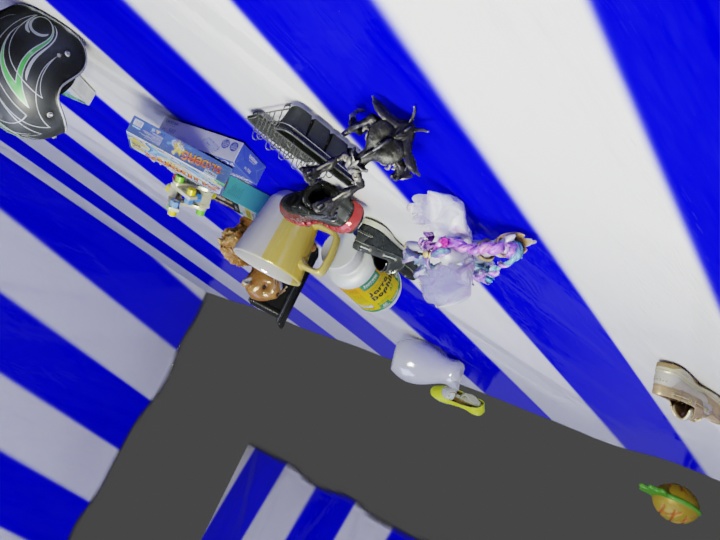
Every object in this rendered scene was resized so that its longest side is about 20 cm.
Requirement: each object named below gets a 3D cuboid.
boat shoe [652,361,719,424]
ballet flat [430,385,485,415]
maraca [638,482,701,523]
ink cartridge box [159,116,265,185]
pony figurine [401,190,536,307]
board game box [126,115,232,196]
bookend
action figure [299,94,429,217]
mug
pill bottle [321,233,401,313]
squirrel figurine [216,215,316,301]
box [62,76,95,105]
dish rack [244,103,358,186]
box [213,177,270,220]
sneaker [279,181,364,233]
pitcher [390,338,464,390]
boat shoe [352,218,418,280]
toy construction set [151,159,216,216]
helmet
[{"bbox_3d":[0.585,0.235,1.554,0.199,0.070,0.073,34,166,-26],"label":"boat shoe"},{"bbox_3d":[0.334,0.429,2.942,0.197,0.067,0.068,23,146,10],"label":"ballet flat"},{"bbox_3d":[0.909,0.674,2.544,0.198,0.108,0.137,30,160,-12],"label":"maraca"},{"bbox_3d":[-0.282,-0.226,1.630,0.197,0.045,0.094,21,168,27],"label":"ink cartridge box"},{"bbox_3d":[0.144,-0.030,1.318,0.189,0.170,0.199,-3,176,-23],"label":"pony figurine"},{"bbox_3d":[-0.336,-0.210,1.614,0.198,0.035,0.135,28,170,-8],"label":"board game box"},{"bbox_3d":[-0.228,-0.001,2.063,0.197,0.201,0.092,27,170,3],"label":"bookend"},{"bbox_3d":[0.013,-0.155,1.141,0.198,0.102,0.120,-29,100,30],"label":"action figure"},{"bbox_3d":[-0.137,-0.063,1.715,0.184,0.155,0.149,28,168,-3],"label":"mug"},{"bbox_3d":[0.000,0.000,1.773,0.111,0.114,0.200,19,165,34],"label":"pill bottle"},{"bbox_3d":[-0.222,-0.032,1.948,0.197,0.189,0.142,25,168,10],"label":"squirrel figurine"},{"bbox_3d":[-0.635,-0.402,1.704,0.197,0.037,0.145,25,167,20],"label":"box"},{"bbox_3d":[-0.097,-0.193,1.340,0.153,0.055,0.199,36,166,-30],"label":"dish rack"},{"bbox_3d":[-0.232,-0.143,1.847,0.197,0.050,0.082,27,168,2],"label":"box"},{"bbox_3d":[-0.087,-0.122,1.566,0.198,0.072,0.098,13,162,44],"label":"sneaker"},{"bbox_3d":[0.189,0.266,2.479,0.196,0.124,0.172,16,-177,0],"label":"pitcher"},{"bbox_3d":[0.050,-0.026,1.671,0.071,0.069,0.200,15,164,40],"label":"boat shoe"},{"bbox_3d":[-0.362,-0.184,1.749,0.129,0.093,0.201,-2,-132,-41],"label":"toy construction set"},{"bbox_3d":[-0.571,-0.330,1.483,0.197,0.193,0.200,27,168,6],"label":"helmet"}]
